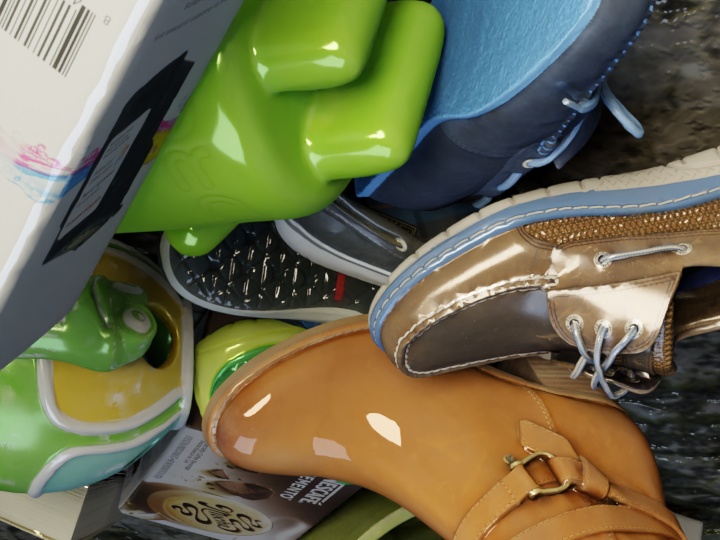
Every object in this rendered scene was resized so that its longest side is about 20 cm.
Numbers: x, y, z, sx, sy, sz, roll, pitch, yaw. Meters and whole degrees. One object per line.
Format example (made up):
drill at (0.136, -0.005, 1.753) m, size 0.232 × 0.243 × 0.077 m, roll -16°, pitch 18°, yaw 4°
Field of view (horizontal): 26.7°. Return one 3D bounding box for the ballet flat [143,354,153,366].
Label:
ballet flat at (-0.200, 0.037, 0.882) m, size 0.197 × 0.069 × 0.062 m, roll 8°, pitch -177°, yaw 14°

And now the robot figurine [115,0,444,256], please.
robot figurine at (-0.073, -0.073, 0.542) m, size 0.197 × 0.117 × 0.176 m, roll -4°, pitch 144°, yaw 27°

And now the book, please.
book at (-0.251, 0.116, 0.975) m, size 0.198 × 0.049 × 0.134 m, roll 19°, pitch 177°, yaw 7°

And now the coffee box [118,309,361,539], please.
coffee box at (-0.066, 0.099, 0.909) m, size 0.112 × 0.081 × 0.200 m, roll 18°, pitch 153°, yaw -13°

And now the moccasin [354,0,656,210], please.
moccasin at (0.059, -0.074, 0.552) m, size 0.067 × 0.082 × 0.200 m, roll 12°, pitch 165°, yaw -18°

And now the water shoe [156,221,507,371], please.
water shoe at (0.000, 0.000, 0.734) m, size 0.197 × 0.072 × 0.079 m, roll 16°, pitch -179°, yaw -14°

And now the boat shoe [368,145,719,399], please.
boat shoe at (0.101, 0.007, 0.600) m, size 0.198 × 0.073 × 0.072 m, roll -20°, pitch 146°, yaw 2°

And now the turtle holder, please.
turtle holder at (-0.149, 0.033, 0.753) m, size 0.130 × 0.142 × 0.187 m, roll 3°, pitch 139°, yaw -13°

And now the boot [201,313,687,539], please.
boot at (0.043, 0.094, 0.637) m, size 0.197 × 0.156 × 0.074 m, roll -5°, pitch 131°, yaw -19°

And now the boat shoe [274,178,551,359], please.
boat shoe at (0.057, -0.012, 0.667) m, size 0.197 × 0.069 × 0.057 m, roll 16°, pitch 152°, yaw -6°

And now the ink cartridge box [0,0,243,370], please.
ink cartridge box at (-0.121, -0.083, 0.439) m, size 0.145 × 0.083 × 0.201 m, roll 38°, pitch 122°, yaw 3°

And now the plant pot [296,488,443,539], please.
plant pot at (0.029, 0.210, 0.959) m, size 0.198 × 0.202 × 0.190 m, roll 21°, pitch -179°, yaw -20°

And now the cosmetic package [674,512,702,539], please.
cosmetic package at (0.147, 0.224, 1.069) m, size 0.106 × 0.086 × 0.200 m, roll 18°, pitch 153°, yaw -7°

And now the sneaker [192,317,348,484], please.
sneaker at (0.007, 0.070, 0.798) m, size 0.197 × 0.085 × 0.074 m, roll 1°, pitch 169°, yaw -20°
